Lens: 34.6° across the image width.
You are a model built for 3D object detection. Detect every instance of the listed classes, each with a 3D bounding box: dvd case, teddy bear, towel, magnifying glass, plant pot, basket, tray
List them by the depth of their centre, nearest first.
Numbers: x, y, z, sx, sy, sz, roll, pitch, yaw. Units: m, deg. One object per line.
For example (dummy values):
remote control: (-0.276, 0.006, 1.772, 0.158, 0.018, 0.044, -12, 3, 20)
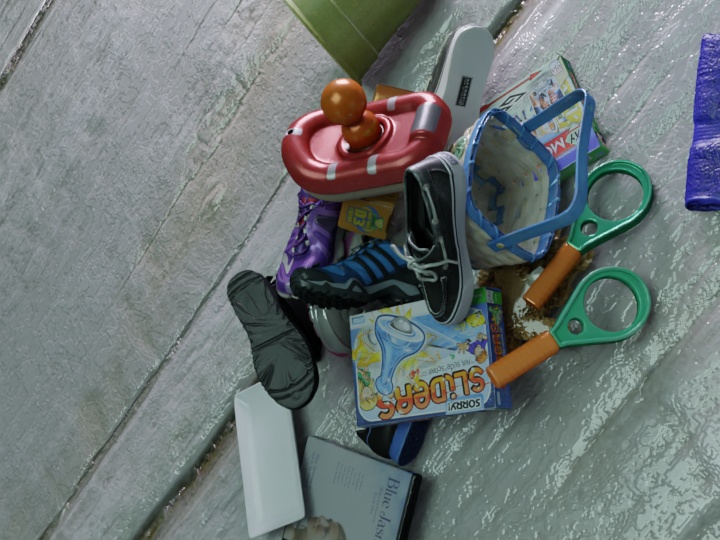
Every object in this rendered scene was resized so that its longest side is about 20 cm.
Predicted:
towel: (0.417, -0.160, 1.215, 0.147, 0.050, 0.200, 2, 80, 36)
magnifying glass: (0.224, 0.065, 1.245, 0.200, 0.022, 0.080, -30, 80, -10)
basket: (0.171, -0.094, 1.268, 0.200, 0.139, 0.177, -24, 40, 40)
magnifying glass: (0.250, -0.040, 1.289, 0.080, 0.022, 0.200, 36, 84, 27)
teddy bear: (0.190, 0.034, 1.337, 0.145, 0.067, 0.200, 15, 82, 29)
dvd case: (-0.014, 0.296, 1.428, 0.200, 0.018, 0.143, 11, 86, 46)
plant pot: (0.005, -0.375, 1.505, 0.190, 0.200, 0.200, -40, 58, 7)
tray: (-0.115, 0.241, 1.518, 0.107, 0.022, 0.200, -30, 58, 37)

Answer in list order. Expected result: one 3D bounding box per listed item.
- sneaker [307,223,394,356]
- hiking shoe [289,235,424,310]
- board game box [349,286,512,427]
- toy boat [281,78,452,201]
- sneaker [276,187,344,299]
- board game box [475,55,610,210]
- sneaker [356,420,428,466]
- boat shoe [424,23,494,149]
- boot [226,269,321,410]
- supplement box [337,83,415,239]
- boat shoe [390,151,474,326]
sneaker: (-0.007, 0.010, 1.468, 0.088, 0.081, 0.200, -2, 79, 38)
hiking shoe: (0.000, 0.000, 1.398, 0.074, 0.200, 0.087, -23, 68, 54)
board game box: (0.076, 0.103, 1.325, 0.200, 0.034, 0.136, -15, 74, 38)
toy boat: (-0.003, -0.161, 1.304, 0.200, 0.131, 0.131, -8, 46, 28)
sneaker: (-0.062, -0.058, 1.432, 0.081, 0.083, 0.200, 6, 63, 31)
board game box: (0.187, -0.150, 1.396, 0.200, 0.029, 0.135, -32, 61, 27)
sneaker: (0.057, 0.133, 1.399, 0.078, 0.070, 0.200, 26, 96, 30)
boat shoe: (0.110, -0.203, 1.414, 0.064, 0.071, 0.200, -131, 59, -68)
boot: (-0.089, 0.090, 1.462, 0.073, 0.162, 0.198, -32, 71, 8)
supplement box: (0.026, -0.137, 1.425, 0.069, 0.067, 0.200, 13, 52, 0)
boat shoe: (0.075, -0.024, 1.227, 0.074, 0.068, 0.200, 33, 135, 41)
